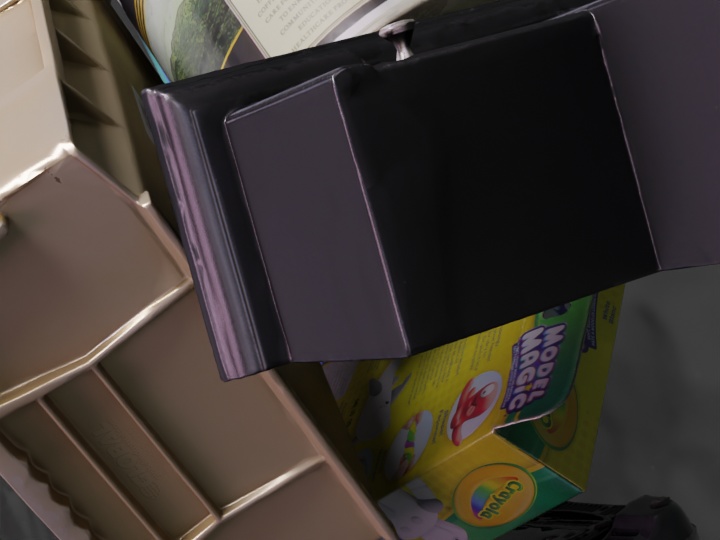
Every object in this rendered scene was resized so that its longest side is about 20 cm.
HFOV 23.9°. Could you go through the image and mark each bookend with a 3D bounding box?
[{"bbox_3d":[0.069,-0.043,0.464,0.198,0.198,0.093,-9,98,66],"label":"bookend"}]

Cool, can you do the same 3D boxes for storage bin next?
[{"bbox_3d":[-0.090,0.005,0.626,0.199,0.093,0.201,56,-175,-34],"label":"storage bin"}]

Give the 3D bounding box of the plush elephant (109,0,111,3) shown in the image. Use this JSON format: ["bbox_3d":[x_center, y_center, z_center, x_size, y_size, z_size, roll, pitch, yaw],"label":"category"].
[{"bbox_3d":[-0.237,-0.262,1.040,0.154,0.164,0.203,5,81,50],"label":"plush elephant"}]

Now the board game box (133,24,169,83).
[{"bbox_3d":[-0.078,-0.176,0.880,0.153,0.045,0.201,61,152,27],"label":"board game box"}]

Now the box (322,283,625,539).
[{"bbox_3d":[0.035,0.054,0.663,0.200,0.048,0.118,-40,24,47],"label":"box"}]

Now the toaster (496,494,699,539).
[{"bbox_3d":[0.072,0.168,0.698,0.200,0.113,0.131,-15,94,65],"label":"toaster"}]

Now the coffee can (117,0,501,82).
[{"bbox_3d":[-0.017,-0.115,0.667,0.201,0.145,0.147,55,150,34],"label":"coffee can"}]
